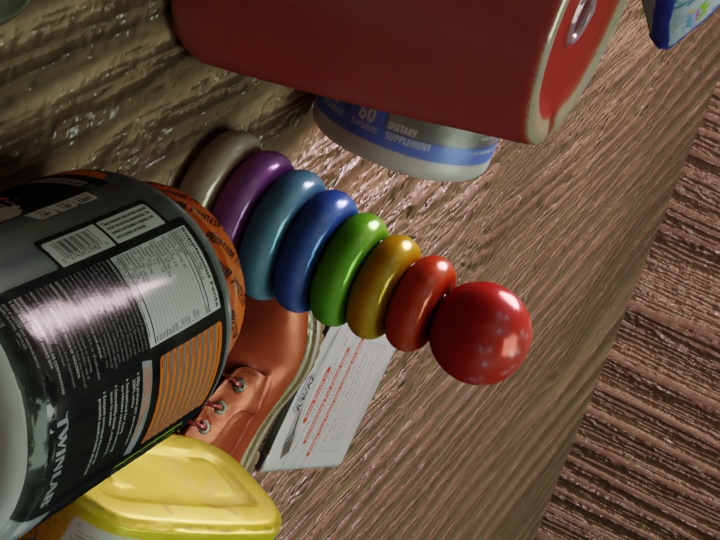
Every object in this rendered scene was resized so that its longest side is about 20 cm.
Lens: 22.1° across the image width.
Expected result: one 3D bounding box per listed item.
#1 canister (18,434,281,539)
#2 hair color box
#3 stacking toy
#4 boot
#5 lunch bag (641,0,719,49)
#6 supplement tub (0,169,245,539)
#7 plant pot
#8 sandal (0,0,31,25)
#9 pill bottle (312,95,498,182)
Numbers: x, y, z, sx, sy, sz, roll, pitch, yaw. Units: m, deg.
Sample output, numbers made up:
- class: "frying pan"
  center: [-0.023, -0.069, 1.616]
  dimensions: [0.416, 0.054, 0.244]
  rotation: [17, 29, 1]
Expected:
- class: "canister"
  center: [-0.141, 0.174, 0.869]
  dimensions: [0.148, 0.087, 0.200]
  rotation: [13, 115, -51]
- class: "hair color box"
  center: [-0.040, 0.071, 1.230]
  dimensions: [0.111, 0.064, 0.200]
  rotation: [-64, 167, 1]
- class: "stacking toy"
  center: [0.000, 0.000, 0.977]
  dimensions: [0.085, 0.200, 0.085]
  rotation: [-58, 164, -27]
- class: "boot"
  center: [-0.086, 0.068, 1.051]
  dimensions: [0.107, 0.075, 0.200]
  rotation: [-19, 133, -65]
- class: "lunch bag"
  center: [0.305, -0.322, 1.679]
  dimensions: [0.170, 0.127, 0.200]
  rotation: [70, 38, -71]
- class: "supplement tub"
  center: [-0.129, 0.029, 0.727]
  dimensions: [0.200, 0.122, 0.123]
  rotation: [-31, 143, -65]
- class: "plant pot"
  center: [0.034, -0.158, 0.886]
  dimensions: [0.201, 0.177, 0.201]
  rotation: [-57, 164, -26]
- class: "sandal"
  center: [-0.142, -0.104, 0.595]
  dimensions: [0.082, 0.054, 0.200]
  rotation: [-67, 166, 6]
- class: "pill bottle"
  center: [0.052, -0.163, 1.070]
  dimensions: [0.114, 0.114, 0.200]
  rotation: [-34, 146, -63]
